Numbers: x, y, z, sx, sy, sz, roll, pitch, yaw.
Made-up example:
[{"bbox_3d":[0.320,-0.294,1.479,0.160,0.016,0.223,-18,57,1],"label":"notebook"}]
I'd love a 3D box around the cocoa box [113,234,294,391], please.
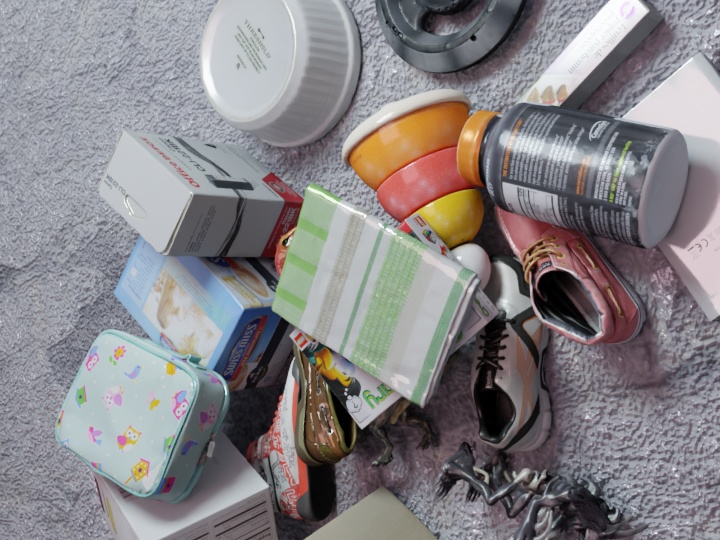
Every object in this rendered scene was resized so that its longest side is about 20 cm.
[{"bbox_3d":[-0.181,0.035,1.208,0.200,0.130,0.134,43,115,29],"label":"cocoa box"}]

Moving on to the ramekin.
[{"bbox_3d":[-0.105,-0.249,1.169,0.200,0.094,0.206,1,91,38],"label":"ramekin"}]

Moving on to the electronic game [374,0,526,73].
[{"bbox_3d":[0.094,-0.311,1.047,0.198,0.041,0.204,2,92,39],"label":"electronic game"}]

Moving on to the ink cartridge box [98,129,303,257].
[{"bbox_3d":[-0.184,-0.087,1.165,0.144,0.199,0.084,40,113,29],"label":"ink cartridge box"}]

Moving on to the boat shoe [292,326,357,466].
[{"bbox_3d":[-0.030,0.116,1.114,0.067,0.071,0.203,-21,63,39],"label":"boat shoe"}]

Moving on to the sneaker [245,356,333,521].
[{"bbox_3d":[-0.092,0.193,1.178,0.107,0.067,0.205,0,96,36],"label":"sneaker"}]

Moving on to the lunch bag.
[{"bbox_3d":[-0.241,0.158,1.110,0.198,0.077,0.162,20,82,35],"label":"lunch bag"}]

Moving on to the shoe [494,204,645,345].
[{"bbox_3d":[0.186,-0.010,0.950,0.072,0.090,0.201,-51,62,26],"label":"shoe"}]

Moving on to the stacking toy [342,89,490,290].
[{"bbox_3d":[0.077,-0.068,1.006,0.145,0.145,0.202,-28,78,34],"label":"stacking toy"}]

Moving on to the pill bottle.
[{"bbox_3d":[0.187,-0.095,0.905,0.198,0.106,0.108,19,102,34],"label":"pill bottle"}]

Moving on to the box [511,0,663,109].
[{"bbox_3d":[0.206,-0.186,0.965,0.200,0.041,0.039,-48,64,29],"label":"box"}]

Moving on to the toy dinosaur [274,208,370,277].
[{"bbox_3d":[0.000,0.000,1.050,0.200,0.178,0.107,-108,14,-66],"label":"toy dinosaur"}]

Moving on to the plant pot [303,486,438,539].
[{"bbox_3d":[0.019,0.382,1.032,0.176,0.199,0.202,29,108,22],"label":"plant pot"}]

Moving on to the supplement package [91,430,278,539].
[{"bbox_3d":[-0.210,0.279,1.169,0.199,0.154,0.112,33,137,52],"label":"supplement package"}]

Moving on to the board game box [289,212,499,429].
[{"bbox_3d":[0.029,0.055,0.995,0.127,0.035,0.200,50,123,8],"label":"board game box"}]

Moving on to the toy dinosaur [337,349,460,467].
[{"bbox_3d":[0.038,0.163,1.097,0.199,0.047,0.089,-29,67,31],"label":"toy dinosaur"}]

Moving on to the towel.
[{"bbox_3d":[0.011,0.022,0.963,0.199,0.031,0.151,31,115,23],"label":"towel"}]

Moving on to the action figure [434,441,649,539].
[{"bbox_3d":[0.173,0.238,0.954,0.199,0.118,0.103,15,81,46],"label":"action figure"}]

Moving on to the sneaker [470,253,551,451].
[{"bbox_3d":[0.147,0.082,0.991,0.073,0.079,0.203,-12,82,39],"label":"sneaker"}]

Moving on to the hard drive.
[{"bbox_3d":[0.314,-0.075,0.892,0.132,0.026,0.202,-41,67,30],"label":"hard drive"}]
